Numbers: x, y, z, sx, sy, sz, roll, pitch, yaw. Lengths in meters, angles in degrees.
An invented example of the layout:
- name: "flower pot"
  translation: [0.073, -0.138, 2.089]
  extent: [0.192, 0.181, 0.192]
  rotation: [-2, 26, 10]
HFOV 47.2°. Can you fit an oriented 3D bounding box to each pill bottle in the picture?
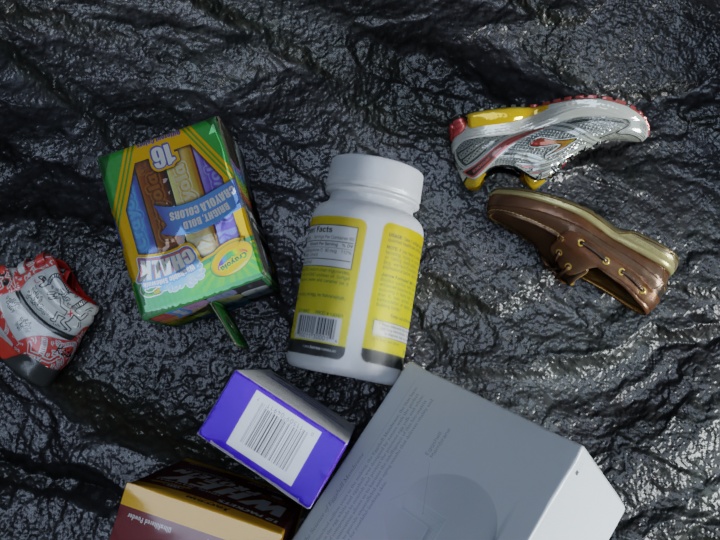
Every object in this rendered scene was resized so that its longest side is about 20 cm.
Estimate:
- name: "pill bottle"
  translation: [0.000, 0.000, 0.792]
  extent: [0.111, 0.114, 0.205]
  rotation: [10, 83, 3]

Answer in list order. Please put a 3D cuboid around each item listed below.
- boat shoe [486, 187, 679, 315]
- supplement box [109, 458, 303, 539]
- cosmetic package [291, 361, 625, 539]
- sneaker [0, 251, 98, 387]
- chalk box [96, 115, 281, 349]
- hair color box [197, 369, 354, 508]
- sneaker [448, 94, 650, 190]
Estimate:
- name: "boat shoe"
  translation: [0.212, -0.021, 0.809]
  extent: [0.196, 0.072, 0.069]
  rotation: [25, 82, 2]
- name: "supplement box"
  translation: [-0.144, 0.288, 0.717]
  extent: [0.130, 0.200, 0.202]
  rotation: [16, 84, 3]
- name: "cosmetic package"
  translation: [0.078, 0.219, 0.697]
  extent: [0.198, 0.123, 0.201]
  rotation: [22, 70, 46]
- name: "sneaker"
  translation: [-0.359, 0.014, 0.826]
  extent: [0.200, 0.067, 0.109]
  rotation: [36, 84, 2]
- name: "chalk box"
  translation: [-0.154, -0.019, 0.793]
  extent: [0.121, 0.125, 0.205]
  rotation: [-17, 81, -1]
- name: "hair color box"
  translation: [-0.066, 0.142, 0.732]
  extent: [0.108, 0.200, 0.066]
  rotation: [32, 86, 5]
- name: "sneaker"
  translation: [0.189, -0.124, 0.827]
  extent: [0.195, 0.078, 0.084]
  rotation: [-7, 86, 10]
